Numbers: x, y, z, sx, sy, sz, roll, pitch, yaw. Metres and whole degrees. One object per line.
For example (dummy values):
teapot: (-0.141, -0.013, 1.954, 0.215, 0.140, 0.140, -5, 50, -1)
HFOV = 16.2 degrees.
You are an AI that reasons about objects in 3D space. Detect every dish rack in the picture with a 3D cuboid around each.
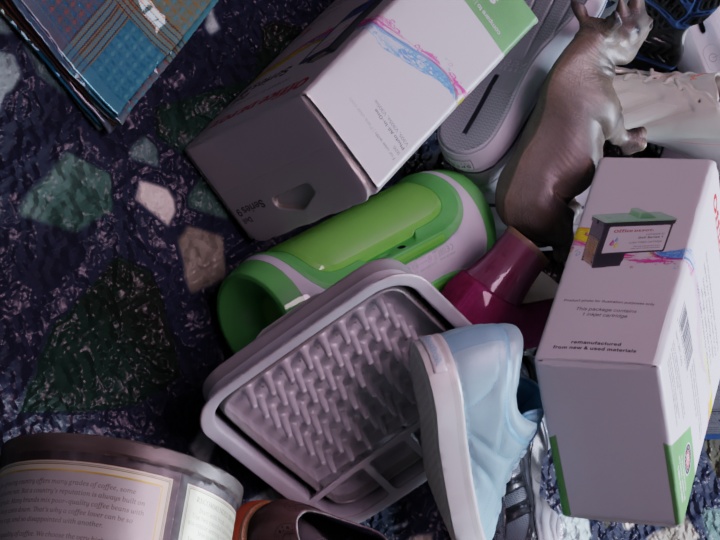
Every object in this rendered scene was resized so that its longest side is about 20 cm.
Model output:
dish rack: (0.000, 0.073, 1.603, 0.200, 0.171, 0.044, 43, 16, -50)

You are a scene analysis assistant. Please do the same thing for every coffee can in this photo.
coffee can: (-0.156, 0.211, 1.459, 0.146, 0.146, 0.201, 23, 67, -34)

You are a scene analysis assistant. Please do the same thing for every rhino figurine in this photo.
rhino figurine: (0.151, -0.106, 1.704, 0.087, 0.060, 0.201, 19, 94, -42)

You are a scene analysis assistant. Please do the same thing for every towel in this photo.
towel: (-0.154, -0.207, 1.634, 0.147, 0.022, 0.200, 50, 54, -21)

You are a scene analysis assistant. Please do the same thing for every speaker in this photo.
speaker: (0.000, 0.000, 1.674, 0.199, 0.088, 0.089, -28, 98, -40)

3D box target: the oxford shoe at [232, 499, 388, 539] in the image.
oxford shoe: (0.006, 0.209, 1.641, 0.199, 0.072, 0.072, 31, 61, -31)

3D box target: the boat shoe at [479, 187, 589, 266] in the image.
boat shoe: (0.159, -0.028, 1.794, 0.198, 0.074, 0.066, 4, 92, -4)

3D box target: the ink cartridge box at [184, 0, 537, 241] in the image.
ink cartridge box: (0.001, -0.121, 1.660, 0.088, 0.145, 0.200, 51, 54, -14)

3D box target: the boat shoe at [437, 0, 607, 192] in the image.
boat shoe: (0.118, -0.147, 1.753, 0.201, 0.073, 0.067, -55, 146, -12)

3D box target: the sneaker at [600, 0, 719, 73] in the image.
sneaker: (0.207, -0.197, 1.781, 0.075, 0.200, 0.078, 19, 63, -17)

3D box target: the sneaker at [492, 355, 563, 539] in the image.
sneaker: (0.075, 0.142, 1.716, 0.113, 0.075, 0.201, 22, 61, -34)

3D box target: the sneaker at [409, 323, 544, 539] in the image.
sneaker: (0.083, 0.110, 1.596, 0.081, 0.201, 0.074, -16, 51, -6)

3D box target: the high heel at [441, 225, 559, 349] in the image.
high heel: (0.102, 0.040, 1.733, 0.096, 0.067, 0.200, -50, 149, -3)

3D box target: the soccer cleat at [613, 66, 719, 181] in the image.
soccer cleat: (0.218, -0.117, 1.785, 0.199, 0.078, 0.069, 23, 41, 5)

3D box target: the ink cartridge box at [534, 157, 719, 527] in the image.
ink cartridge box: (0.182, 0.043, 1.640, 0.201, 0.083, 0.145, -67, 153, -44)

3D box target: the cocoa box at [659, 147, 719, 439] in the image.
cocoa box: (0.278, 0.010, 1.861, 0.131, 0.133, 0.201, 48, 54, -34)

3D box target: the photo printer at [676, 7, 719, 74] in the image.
photo printer: (0.278, -0.187, 1.894, 0.200, 0.069, 0.167, 24, 47, -60)
